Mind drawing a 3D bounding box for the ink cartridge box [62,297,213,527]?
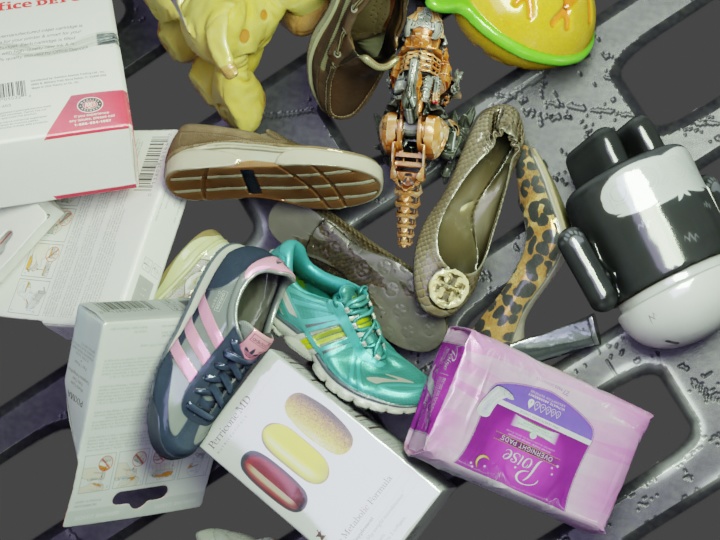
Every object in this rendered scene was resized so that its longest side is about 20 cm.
[{"bbox_3d":[-0.194,0.124,1.610,0.047,0.159,0.202,31,114,42],"label":"ink cartridge box"}]

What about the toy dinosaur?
[{"bbox_3d":[0.046,-0.129,1.609,0.102,0.136,0.201,27,90,10],"label":"toy dinosaur"}]

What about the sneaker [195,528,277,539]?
[{"bbox_3d":[-0.139,0.333,1.638,0.091,0.076,0.202,15,80,18],"label":"sneaker"}]

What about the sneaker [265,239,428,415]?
[{"bbox_3d":[-0.014,0.053,1.595,0.200,0.077,0.080,39,122,9],"label":"sneaker"}]

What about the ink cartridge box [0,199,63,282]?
[{"bbox_3d":[-0.361,-0.058,1.676,0.117,0.067,0.200,-47,57,4],"label":"ink cartridge box"}]

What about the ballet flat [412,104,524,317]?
[{"bbox_3d":[0.101,-0.054,1.597,0.067,0.046,0.202,24,85,-24],"label":"ballet flat"}]

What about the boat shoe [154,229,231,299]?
[{"bbox_3d":[-0.179,0.057,1.666,0.063,0.073,0.201,38,85,16],"label":"boat shoe"}]

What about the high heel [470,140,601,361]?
[{"bbox_3d":[0.125,-0.007,1.621,0.141,0.071,0.202,-17,81,14],"label":"high heel"}]

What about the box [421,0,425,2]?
[{"bbox_3d":[0.032,-0.374,1.680,0.192,0.048,0.201,25,89,10],"label":"box"}]

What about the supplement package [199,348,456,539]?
[{"bbox_3d":[-0.029,0.176,1.607,0.199,0.110,0.114,38,92,11],"label":"supplement package"}]

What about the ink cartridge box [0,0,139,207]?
[{"bbox_3d":[-0.287,-0.163,1.637,0.143,0.085,0.201,-9,49,-8],"label":"ink cartridge box"}]

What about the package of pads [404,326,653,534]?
[{"bbox_3d":[0.146,0.141,1.563,0.199,0.076,0.121,25,84,-16],"label":"package of pads"}]

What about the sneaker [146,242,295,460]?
[{"bbox_3d":[-0.120,0.073,1.551,0.082,0.070,0.202,12,79,45],"label":"sneaker"}]

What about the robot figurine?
[{"bbox_3d":[0.255,-0.030,1.571,0.149,0.125,0.201,-26,81,10],"label":"robot figurine"}]

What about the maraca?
[{"bbox_3d":[0.126,-0.249,1.601,0.198,0.107,0.138,19,45,-21],"label":"maraca"}]

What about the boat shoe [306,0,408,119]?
[{"bbox_3d":[0.000,-0.200,1.575,0.074,0.203,0.075,-11,52,-20],"label":"boat shoe"}]

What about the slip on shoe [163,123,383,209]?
[{"bbox_3d":[-0.077,-0.099,1.613,0.198,0.076,0.061,0,57,9],"label":"slip on shoe"}]

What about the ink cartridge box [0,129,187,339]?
[{"bbox_3d":[-0.253,-0.035,1.674,0.175,0.045,0.202,3,67,35],"label":"ink cartridge box"}]

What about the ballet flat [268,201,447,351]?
[{"bbox_3d":[0.000,0.000,1.649,0.199,0.046,0.068,37,103,8],"label":"ballet flat"}]

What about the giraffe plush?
[{"bbox_3d":[-0.094,-0.248,1.630,0.162,0.200,0.173,-35,77,-11],"label":"giraffe plush"}]
